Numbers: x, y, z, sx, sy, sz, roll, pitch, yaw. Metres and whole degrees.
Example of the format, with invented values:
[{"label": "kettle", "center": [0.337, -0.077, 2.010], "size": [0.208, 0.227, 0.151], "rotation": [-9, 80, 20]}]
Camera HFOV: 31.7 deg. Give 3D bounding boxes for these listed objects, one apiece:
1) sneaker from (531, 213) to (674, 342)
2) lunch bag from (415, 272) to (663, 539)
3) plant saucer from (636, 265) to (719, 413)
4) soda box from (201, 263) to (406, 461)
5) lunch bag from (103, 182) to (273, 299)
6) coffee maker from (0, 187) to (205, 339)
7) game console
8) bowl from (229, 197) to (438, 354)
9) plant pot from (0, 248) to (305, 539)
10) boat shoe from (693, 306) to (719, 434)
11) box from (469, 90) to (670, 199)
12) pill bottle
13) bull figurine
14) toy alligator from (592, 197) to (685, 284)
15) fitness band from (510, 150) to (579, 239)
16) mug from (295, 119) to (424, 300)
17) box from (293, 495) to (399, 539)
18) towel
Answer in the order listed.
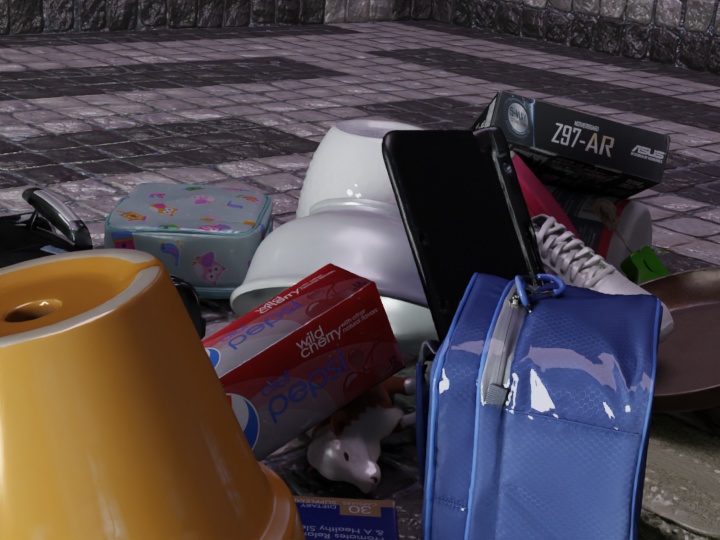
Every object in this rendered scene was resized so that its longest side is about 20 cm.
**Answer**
[{"label": "sneaker", "center": [0.153, 0.005, 0.982], "size": [0.076, 0.081, 0.199], "rotation": [-24, 33, -38]}, {"label": "lunch bag", "center": [0.093, 0.096, 0.706], "size": [0.131, 0.202, 0.136], "rotation": [6, 22, 14]}, {"label": "plant saucer", "center": [0.250, 0.054, 0.957], "size": [0.198, 0.032, 0.201], "rotation": [-17, 21, 7]}, {"label": "soda box", "center": [-0.072, 0.076, 0.818], "size": [0.199, 0.071, 0.063], "rotation": [-31, 25, -21]}, {"label": "lunch bag", "center": [-0.161, -0.029, 1.243], "size": [0.158, 0.078, 0.200], "rotation": [6, 18, 1]}, {"label": "coffee maker", "center": [-0.247, 0.045, 0.947], "size": [0.199, 0.136, 0.192], "rotation": [18, 45, 40]}, {"label": "game console", "center": [0.071, 0.009, 0.907], "size": [0.115, 0.202, 0.176], "rotation": [-14, -9, -16]}, {"label": "bowl", "center": [0.000, 0.000, 1.015], "size": [0.198, 0.091, 0.201], "rotation": [8, -15, 2]}, {"label": "plant pot", "center": [-0.133, 0.096, 0.605], "size": [0.198, 0.185, 0.200], "rotation": [-9, 18, 3]}, {"label": "boat shoe", "center": [0.295, 0.093, 0.983], "size": [0.074, 0.069, 0.200], "rotation": [7, 23, 5]}, {"label": "box", "center": [0.185, -0.109, 1.192], "size": [0.158, 0.044, 0.200], "rotation": [15, -4, -1]}, {"label": "pill bottle", "center": [0.173, -0.024, 1.239], "size": [0.198, 0.121, 0.119], "rotation": [13, 19, 26]}, {"label": "bull figurine", "center": [-0.009, 0.092, 0.922], "size": [0.120, 0.066, 0.200], "rotation": [0, 20, -26]}, {"label": "toy alligator", "center": [0.260, 0.025, 1.117], "size": [0.054, 0.200, 0.059], "rotation": [-41, -5, -20]}, {"label": "fitness band", "center": [0.122, -0.019, 1.107], "size": [0.144, 0.200, 0.037], "rotation": [-50, 16, -31]}, {"label": "mug", "center": [0.037, -0.041, 1.162], "size": [0.197, 0.178, 0.148], "rotation": [3, 18, -3]}, {"label": "box", "center": [-0.035, 0.180, 0.692], "size": [0.119, 0.033, 0.200], "rotation": [4, 18, -3]}, {"label": "towel", "center": [0.199, 0.137, 0.876], "size": [0.147, 0.037, 0.199], "rotation": [-10, 23, -41]}]
